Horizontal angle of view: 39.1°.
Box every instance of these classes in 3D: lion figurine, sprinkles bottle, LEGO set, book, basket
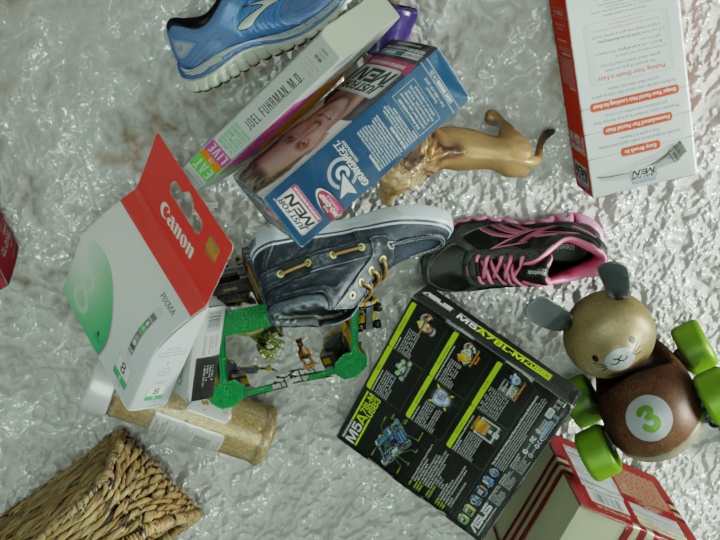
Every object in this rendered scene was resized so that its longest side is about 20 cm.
[{"bbox_3d":[0.103,-0.114,0.972,0.199,0.123,0.073,-7,111,-3],"label":"lion figurine"},{"bbox_3d":[-0.190,0.145,1.070,0.199,0.068,0.069,21,107,-12],"label":"sprinkles bottle"},{"bbox_3d":[-0.088,0.042,1.036,0.199,0.116,0.154,-18,130,-12],"label":"LEGO set"},{"bbox_3d":[-0.063,-0.156,0.898,0.200,0.134,0.048,-36,99,35],"label":"book"},{"bbox_3d":[-0.285,0.297,1.076,0.200,0.143,0.149,-35,108,8],"label":"basket"}]

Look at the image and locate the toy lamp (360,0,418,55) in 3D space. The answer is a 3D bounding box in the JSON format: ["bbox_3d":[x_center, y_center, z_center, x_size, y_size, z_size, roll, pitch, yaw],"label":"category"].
[{"bbox_3d":[0.037,-0.299,0.937,0.058,0.058,0.201,9,109,-8],"label":"toy lamp"}]

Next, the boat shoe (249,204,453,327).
[{"bbox_3d":[0.000,0.000,0.956,0.199,0.071,0.091,-9,65,-12],"label":"boat shoe"}]

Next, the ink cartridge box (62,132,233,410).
[{"bbox_3d":[-0.199,0.002,0.922,0.050,0.161,0.201,-8,138,-40],"label":"ink cartridge box"}]

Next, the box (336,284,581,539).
[{"bbox_3d":[0.096,0.149,1.046,0.193,0.047,0.201,35,119,15],"label":"box"}]

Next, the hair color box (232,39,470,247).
[{"bbox_3d":[-0.010,-0.117,0.900,0.200,0.100,0.061,-42,116,-7],"label":"hair color box"}]

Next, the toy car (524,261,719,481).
[{"bbox_3d":[0.259,0.082,1.024,0.164,0.158,0.200,-29,119,16],"label":"toy car"}]

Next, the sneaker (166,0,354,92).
[{"bbox_3d":[-0.090,-0.244,0.935,0.199,0.079,0.089,-26,112,5],"label":"sneaker"}]

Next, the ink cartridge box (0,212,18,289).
[{"bbox_3d":[-0.432,-0.065,0.948,0.145,0.083,0.201,-15,122,1],"label":"ink cartridge box"}]

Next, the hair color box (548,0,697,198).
[{"bbox_3d":[0.257,-0.183,0.992,0.110,0.064,0.201,-13,109,-1],"label":"hair color box"}]

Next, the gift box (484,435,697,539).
[{"bbox_3d":[0.235,0.316,1.100,0.184,0.200,0.188,24,107,-7],"label":"gift box"}]

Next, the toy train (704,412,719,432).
[{"bbox_3d":[0.462,0.187,1.157,0.199,0.034,0.046,29,93,-13],"label":"toy train"}]

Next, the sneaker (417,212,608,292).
[{"bbox_3d":[0.158,-0.011,1.029,0.199,0.095,0.079,-10,112,0],"label":"sneaker"}]

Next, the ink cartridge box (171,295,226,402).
[{"bbox_3d":[-0.203,0.042,0.990,0.037,0.200,0.095,-8,116,-43],"label":"ink cartridge box"}]
